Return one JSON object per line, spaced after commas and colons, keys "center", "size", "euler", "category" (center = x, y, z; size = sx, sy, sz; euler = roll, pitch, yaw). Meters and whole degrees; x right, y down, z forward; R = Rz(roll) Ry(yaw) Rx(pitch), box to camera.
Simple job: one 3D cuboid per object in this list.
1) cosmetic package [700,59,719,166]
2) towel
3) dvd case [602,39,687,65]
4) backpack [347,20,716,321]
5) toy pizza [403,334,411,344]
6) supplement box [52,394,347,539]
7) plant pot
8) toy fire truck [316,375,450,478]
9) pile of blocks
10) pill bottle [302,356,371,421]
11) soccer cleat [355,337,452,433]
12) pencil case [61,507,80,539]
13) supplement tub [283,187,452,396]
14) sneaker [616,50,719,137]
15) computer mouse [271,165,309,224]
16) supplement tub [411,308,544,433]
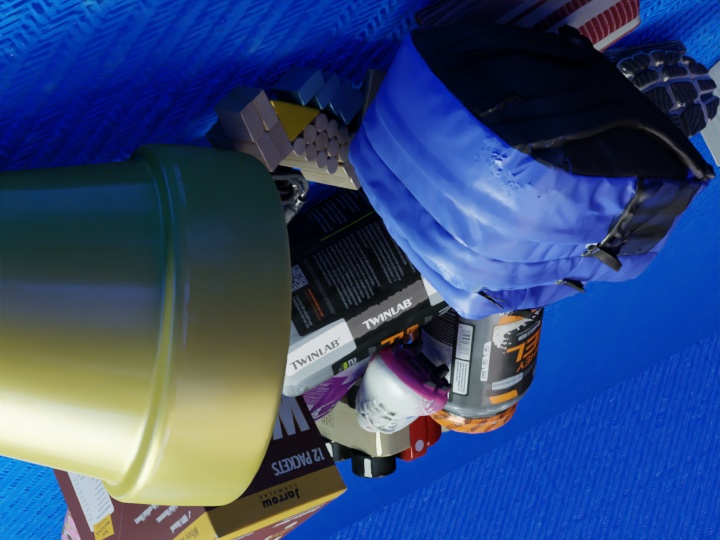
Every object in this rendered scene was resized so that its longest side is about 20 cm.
{"center": [0.399, -0.187, 1.101], "size": [0.106, 0.091, 0.200], "euler": [-12, 160, -34], "category": "cosmetic package"}
{"center": [0.121, -0.170, 0.827], "size": [0.143, 0.023, 0.200], "euler": [-31, 163, 9], "category": "towel"}
{"center": [0.167, -0.123, 1.042], "size": [0.148, 0.016, 0.200], "euler": [-14, 158, -36], "category": "dvd case"}
{"center": [0.093, -0.054, 0.755], "size": [0.199, 0.163, 0.169], "euler": [-2, 129, -48], "category": "backpack"}
{"center": [0.016, 0.050, 1.224], "size": [0.198, 0.032, 0.201], "euler": [-15, 157, -7], "category": "toy pizza"}
{"center": [-0.149, 0.147, 1.015], "size": [0.132, 0.201, 0.197], "euler": [-12, 157, -42], "category": "supplement box"}
{"center": [-0.157, 0.025, 0.671], "size": [0.187, 0.203, 0.201], "euler": [6, 149, -25], "category": "plant pot"}
{"center": [0.034, 0.149, 1.317], "size": [0.199, 0.130, 0.175], "euler": [-15, -164, -38], "category": "toy fire truck"}
{"center": [-0.026, -0.094, 0.782], "size": [0.062, 0.083, 0.199], "euler": [14, -179, 38], "category": "pile of blocks"}
{"center": [-0.054, 0.074, 1.105], "size": [0.111, 0.113, 0.200], "euler": [-18, 161, -29], "category": "pill bottle"}
{"center": [0.030, 0.106, 1.022], "size": [0.086, 0.070, 0.200], "euler": [-47, 172, 4], "category": "soccer cleat"}
{"center": [-0.283, 0.270, 1.374], "size": [0.083, 0.086, 0.200], "euler": [-54, 180, -34], "category": "pencil case"}
{"center": [0.000, 0.000, 0.947], "size": [0.199, 0.123, 0.123], "euler": [-29, 163, -8], "category": "supplement tub"}
{"center": [0.191, -0.119, 0.980], "size": [0.198, 0.078, 0.080], "euler": [-20, -179, -7], "category": "sneaker"}
{"center": [-0.125, -0.017, 0.856], "size": [0.140, 0.046, 0.200], "euler": [-4, 140, -48], "category": "computer mouse"}
{"center": [0.108, 0.047, 1.139], "size": [0.122, 0.123, 0.202], "euler": [-20, 133, -24], "category": "supplement tub"}
